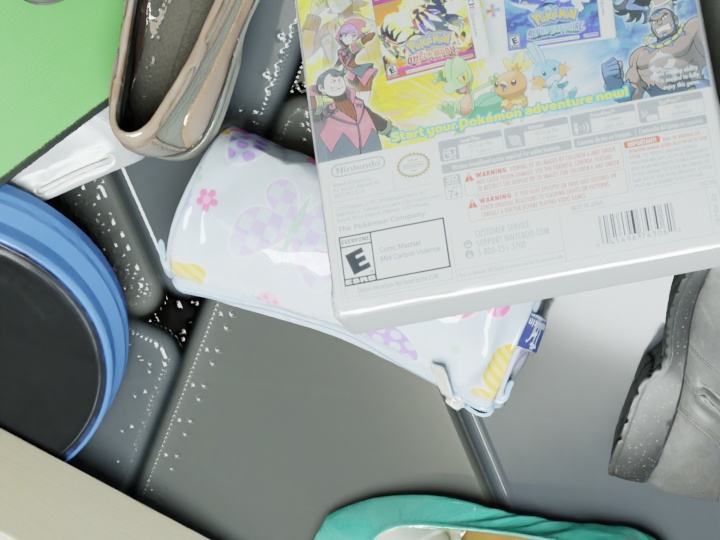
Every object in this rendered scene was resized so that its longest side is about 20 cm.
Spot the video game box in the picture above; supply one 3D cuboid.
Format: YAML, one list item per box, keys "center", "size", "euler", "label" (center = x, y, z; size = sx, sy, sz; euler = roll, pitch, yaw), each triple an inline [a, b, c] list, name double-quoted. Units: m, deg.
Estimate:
- center: [0.074, -0.076, 1.210]
  size: [0.199, 0.047, 0.183]
  euler: [-10, 75, 10]
  label: "video game box"

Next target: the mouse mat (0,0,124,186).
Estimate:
- center: [-0.205, -0.146, 1.245]
  size: [0.161, 0.008, 0.200]
  euler: [-38, 105, -21]
  label: "mouse mat"

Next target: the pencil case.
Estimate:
- center: [0.000, 0.000, 1.274]
  size: [0.199, 0.083, 0.091]
  euler: [23, 93, 6]
  label: "pencil case"

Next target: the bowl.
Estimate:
- center: [-0.222, 0.039, 1.314]
  size: [0.200, 0.039, 0.201]
  euler: [0, 127, 0]
  label: "bowl"

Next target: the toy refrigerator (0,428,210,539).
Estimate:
- center: [-0.153, 0.160, 1.323]
  size: [0.199, 0.076, 0.070]
  euler: [29, 122, -15]
  label: "toy refrigerator"

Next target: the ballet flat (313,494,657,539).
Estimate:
- center: [0.063, 0.159, 1.311]
  size: [0.199, 0.070, 0.068]
  euler: [3, 106, 12]
  label: "ballet flat"

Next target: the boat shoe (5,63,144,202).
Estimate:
- center: [-0.203, -0.034, 1.321]
  size: [0.200, 0.072, 0.069]
  euler: [-31, 94, 8]
  label: "boat shoe"

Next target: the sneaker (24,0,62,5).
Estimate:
- center: [-0.136, -0.236, 1.203]
  size: [0.076, 0.114, 0.200]
  euler: [33, 88, 36]
  label: "sneaker"

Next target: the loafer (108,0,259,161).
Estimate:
- center: [-0.082, -0.153, 1.242]
  size: [0.072, 0.063, 0.201]
  euler: [14, 95, 17]
  label: "loafer"

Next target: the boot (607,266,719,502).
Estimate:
- center: [0.215, 0.040, 1.256]
  size: [0.131, 0.070, 0.201]
  euler: [19, 119, 3]
  label: "boot"
